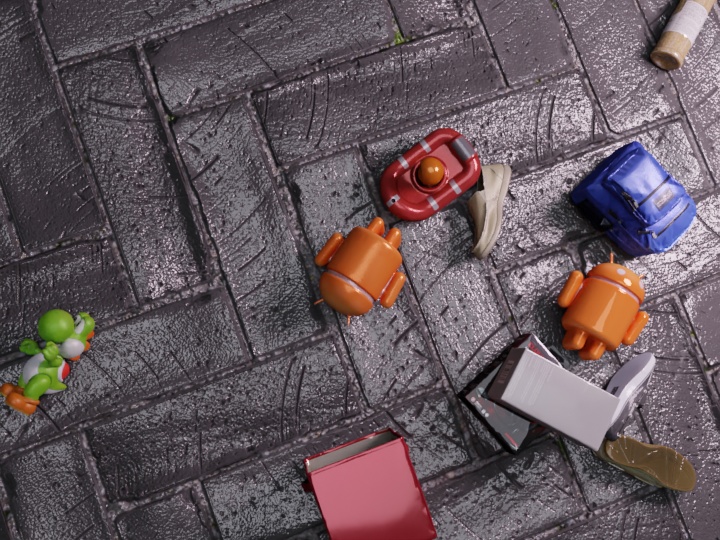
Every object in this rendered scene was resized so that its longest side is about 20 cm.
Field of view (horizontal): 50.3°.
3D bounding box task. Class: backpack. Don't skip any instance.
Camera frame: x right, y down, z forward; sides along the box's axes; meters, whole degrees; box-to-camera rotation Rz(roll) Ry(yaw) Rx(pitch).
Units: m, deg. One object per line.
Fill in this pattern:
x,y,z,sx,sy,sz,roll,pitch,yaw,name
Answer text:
0.533,-0.124,1.467,0.162,0.168,0.200,-42,92,-2,backpack

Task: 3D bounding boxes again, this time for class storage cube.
0.010,0.398,1.350,0.200,0.171,0.180,-20,86,-8,storage cube

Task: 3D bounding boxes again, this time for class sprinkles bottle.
0.670,-0.511,1.574,0.068,0.068,0.200,30,81,-1,sprinkles bottle

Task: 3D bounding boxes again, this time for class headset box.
0.307,0.224,1.446,0.200,0.075,0.149,-41,88,-9,headset box

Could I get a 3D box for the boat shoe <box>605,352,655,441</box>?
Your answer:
0.510,0.242,1.453,0.066,0.070,0.200,51,59,-10,boat shoe

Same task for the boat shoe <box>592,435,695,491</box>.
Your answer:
0.543,0.368,1.465,0.200,0.063,0.073,19,69,-9,boat shoe

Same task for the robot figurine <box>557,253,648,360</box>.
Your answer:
0.458,0.071,1.451,0.144,0.117,0.200,25,79,37,robot figurine

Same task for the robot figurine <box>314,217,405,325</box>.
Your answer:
-0.001,-0.001,1.427,0.144,0.117,0.200,39,79,-27,robot figurine

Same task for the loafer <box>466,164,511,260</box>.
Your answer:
0.239,-0.117,1.487,0.068,0.076,0.200,15,72,-2,loafer

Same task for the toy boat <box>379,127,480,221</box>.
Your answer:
0.128,-0.181,1.444,0.200,0.131,0.131,-37,87,5,toy boat

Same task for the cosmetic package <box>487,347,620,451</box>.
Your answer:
0.345,0.228,1.369,0.200,0.090,0.107,31,81,-5,cosmetic package

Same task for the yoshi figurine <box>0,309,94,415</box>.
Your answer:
-0.565,0.148,1.363,0.112,0.112,0.200,35,78,6,yoshi figurine
